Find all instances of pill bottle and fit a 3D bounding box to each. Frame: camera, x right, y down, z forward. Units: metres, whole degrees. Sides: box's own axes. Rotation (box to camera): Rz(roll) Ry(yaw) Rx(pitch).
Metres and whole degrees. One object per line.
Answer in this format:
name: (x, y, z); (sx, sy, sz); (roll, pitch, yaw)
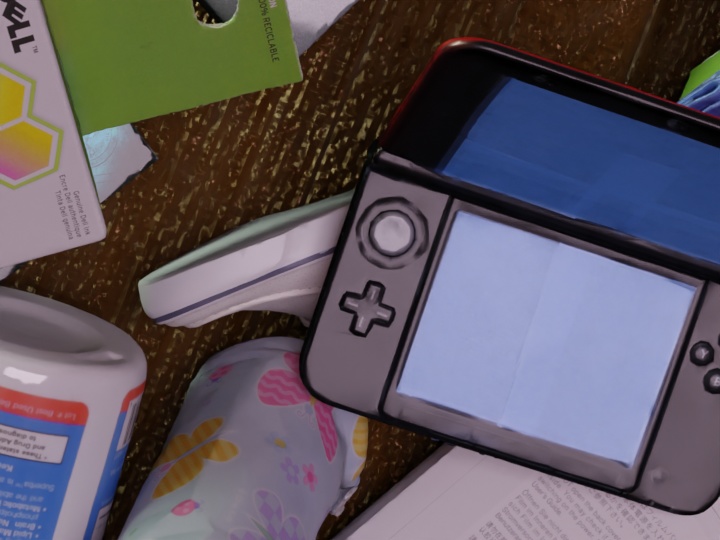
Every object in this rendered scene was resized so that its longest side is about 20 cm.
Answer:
pill bottle: (-0.169, 0.115, 1.188); (0.112, 0.112, 0.200); (14, 103, -15)

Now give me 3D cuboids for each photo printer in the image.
photo printer: (0.085, 0.147, 1.260); (0.200, 0.069, 0.166); (-41, 77, -7)

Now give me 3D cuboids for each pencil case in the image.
pencil case: (-0.055, 0.114, 1.183); (0.083, 0.200, 0.091); (-16, 115, 24)

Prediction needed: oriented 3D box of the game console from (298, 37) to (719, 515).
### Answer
game console: (0.095, 0.008, 1.158); (0.200, 0.119, 0.172); (18, 94, -8)

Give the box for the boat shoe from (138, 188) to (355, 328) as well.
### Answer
boat shoe: (0.000, 0.000, 1.251); (0.200, 0.071, 0.070); (-20, 98, -18)

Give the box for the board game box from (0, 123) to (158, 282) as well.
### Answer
board game box: (-0.208, -0.042, 1.211); (0.200, 0.028, 0.135); (-39, 104, -8)

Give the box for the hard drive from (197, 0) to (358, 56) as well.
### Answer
hard drive: (-0.055, -0.206, 1.230); (0.140, 0.033, 0.200); (-44, 105, -6)

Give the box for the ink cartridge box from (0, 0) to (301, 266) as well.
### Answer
ink cartridge box: (-0.125, -0.088, 1.119); (0.200, 0.076, 0.148); (-15, 132, -3)

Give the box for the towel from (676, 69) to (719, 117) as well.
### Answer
towel: (0.174, 0.008, 1.247); (0.145, 0.024, 0.200); (-36, 118, 24)

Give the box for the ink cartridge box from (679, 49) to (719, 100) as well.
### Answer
ink cartridge box: (0.255, -0.068, 1.235); (0.148, 0.200, 0.076); (34, 51, -16)
